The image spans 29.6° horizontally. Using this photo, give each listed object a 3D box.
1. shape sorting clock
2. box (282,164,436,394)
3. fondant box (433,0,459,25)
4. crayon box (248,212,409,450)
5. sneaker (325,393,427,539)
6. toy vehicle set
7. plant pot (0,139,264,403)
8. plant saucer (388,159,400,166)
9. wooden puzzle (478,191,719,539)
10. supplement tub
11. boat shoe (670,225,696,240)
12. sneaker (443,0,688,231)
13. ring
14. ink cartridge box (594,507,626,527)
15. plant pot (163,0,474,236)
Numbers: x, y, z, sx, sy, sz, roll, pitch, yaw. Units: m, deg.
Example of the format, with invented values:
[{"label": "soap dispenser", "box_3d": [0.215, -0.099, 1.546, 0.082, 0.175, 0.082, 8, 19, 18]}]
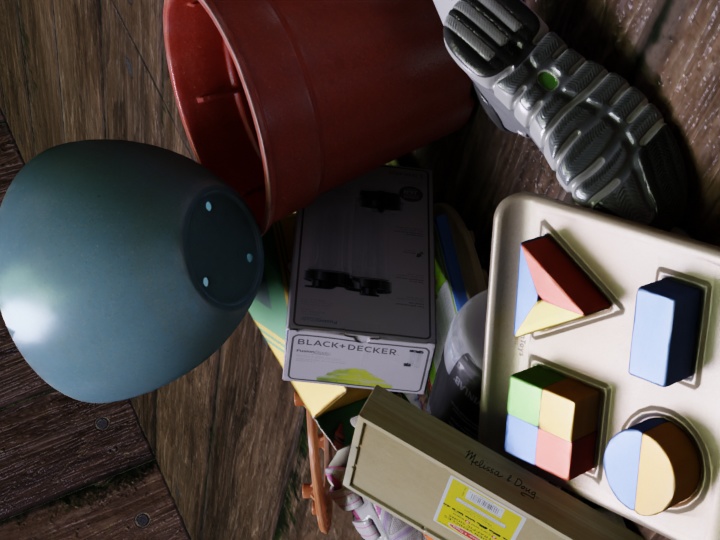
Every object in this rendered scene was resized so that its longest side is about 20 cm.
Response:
[{"label": "shape sorting clock", "box_3d": [0.081, 0.042, 1.177, 0.200, 0.039, 0.202, 174, 90, -73]}, {"label": "box", "box_3d": [0.000, 0.000, 1.094, 0.201, 0.116, 0.060, -89, 7, -45]}, {"label": "fondant box", "box_3d": [0.065, -0.280, 0.902, 0.201, 0.058, 0.144, 66, 160, 7]}, {"label": "crayon box", "box_3d": [-0.022, 0.044, 1.163, 0.051, 0.127, 0.201, -42, 74, 34]}, {"label": "sneaker", "box_3d": [0.011, 0.200, 1.224, 0.081, 0.087, 0.202, 145, 120, -66]}, {"label": "toy vehicle set", "box_3d": [0.083, 0.162, 0.923, 0.199, 0.027, 0.125, 29, 151, 9]}, {"label": "plant pot", "box_3d": [-0.152, -0.008, 1.014, 0.134, 0.200, 0.202, -9, 103, 34]}, {"label": "plant saucer", "box_3d": [-0.052, -0.081, 1.309, 0.200, 0.048, 0.200, -51, 52, 21]}, {"label": "wooden puzzle", "box_3d": [0.152, 0.064, 0.821, 0.199, 0.046, 0.187, 18, 114, 39]}, {"label": "supplement tub", "box_3d": [0.107, 0.121, 1.018, 0.123, 0.122, 0.201, 54, 145, 37]}, {"label": "boat shoe", "box_3d": [0.195, 0.076, 0.875, 0.072, 0.072, 0.202, 1, 110, 68]}, {"label": "sneaker", "box_3d": [0.138, -0.096, 0.896, 0.200, 0.075, 0.115, 51, -179, 14]}, {"label": "ring", "box_3d": [-0.043, 0.137, 1.241, 0.200, 0.019, 0.202, -4, -90, -87]}, {"label": "ink cartridge box", "box_3d": [0.179, 0.234, 1.118, 0.146, 0.048, 0.201, 93, 169, -48]}, {"label": "plant pot", "box_3d": [-0.026, -0.151, 1.065, 0.201, 0.194, 0.202, 54, 155, 39]}]
